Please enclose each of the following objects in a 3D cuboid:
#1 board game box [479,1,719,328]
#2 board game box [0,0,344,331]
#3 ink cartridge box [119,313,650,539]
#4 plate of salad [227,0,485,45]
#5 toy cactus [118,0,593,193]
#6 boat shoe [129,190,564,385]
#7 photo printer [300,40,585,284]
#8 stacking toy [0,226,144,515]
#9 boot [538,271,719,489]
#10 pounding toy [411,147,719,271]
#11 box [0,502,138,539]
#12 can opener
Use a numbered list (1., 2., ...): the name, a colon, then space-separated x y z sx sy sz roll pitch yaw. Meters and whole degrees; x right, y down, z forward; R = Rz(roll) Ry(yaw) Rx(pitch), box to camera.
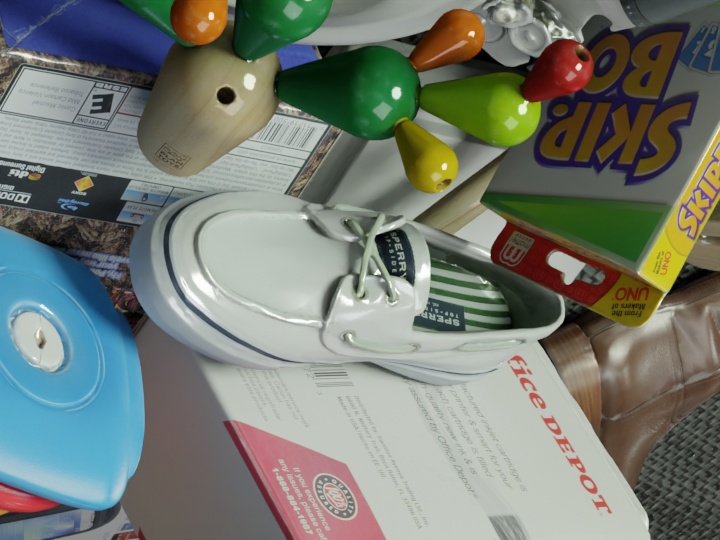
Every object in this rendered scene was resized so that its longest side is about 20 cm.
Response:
1. board game box: 0.122 -0.080 1.119 0.030 0.095 0.200 28 89 -43
2. board game box: -0.129 -0.036 1.172 0.159 0.097 0.200 10 130 -34
3. ink cartridge box: 0.004 0.087 1.202 0.200 0.147 0.083 1 137 -43
4. plate of salad: -0.029 -0.156 1.029 0.199 0.048 0.200 9 143 6
5. toy cactus: -0.033 -0.078 1.018 0.199 0.103 0.165 19 145 -19
6. boat shoe: 0.000 0.000 1.136 0.067 0.074 0.200 -24 158 39
7. photo printer: 0.014 -0.006 1.299 0.166 0.070 0.200 11 130 -35
8. stacking toy: -0.187 0.074 1.125 0.110 0.116 0.200 24 133 -39
9. boot: 0.194 0.060 1.477 0.200 0.064 0.187 -23 143 -9
10. pounding toy: 0.154 -0.075 1.182 0.142 0.200 0.185 20 81 -42
11. box: -0.149 0.105 1.337 0.199 0.042 0.119 -4 158 -19
12. can opener: 0.112 -0.126 1.074 0.200 0.067 0.053 -16 118 44
